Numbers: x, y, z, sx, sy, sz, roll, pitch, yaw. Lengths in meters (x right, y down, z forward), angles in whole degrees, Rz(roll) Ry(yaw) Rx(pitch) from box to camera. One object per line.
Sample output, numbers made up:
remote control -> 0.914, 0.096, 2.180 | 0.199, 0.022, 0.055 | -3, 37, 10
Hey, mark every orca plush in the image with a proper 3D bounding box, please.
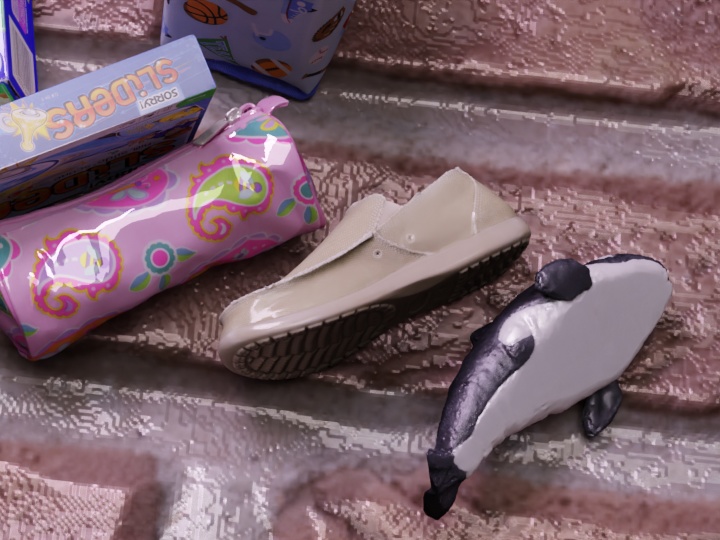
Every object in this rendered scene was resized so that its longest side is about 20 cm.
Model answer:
orca plush -> 0.090, 0.057, 1.458 | 0.200, 0.071, 0.105 | -53, 125, -19

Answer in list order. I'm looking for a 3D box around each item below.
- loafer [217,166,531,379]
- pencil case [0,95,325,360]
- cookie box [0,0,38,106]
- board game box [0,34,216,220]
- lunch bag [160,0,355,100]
loafer -> 0.000, 0.000, 1.457 | 0.199, 0.076, 0.068 | -22, 69, -25
pencil case -> -0.119, -0.024, 1.443 | 0.199, 0.088, 0.088 | -26, 72, -13
cookie box -> -0.292, -0.152, 1.464 | 0.199, 0.075, 0.172 | -10, 67, 5
board game box -> -0.184, -0.063, 1.425 | 0.199, 0.135, 0.035 | -22, 83, -14
lunch bag -> -0.035, -0.228, 1.497 | 0.123, 0.170, 0.201 | 17, 65, -2
